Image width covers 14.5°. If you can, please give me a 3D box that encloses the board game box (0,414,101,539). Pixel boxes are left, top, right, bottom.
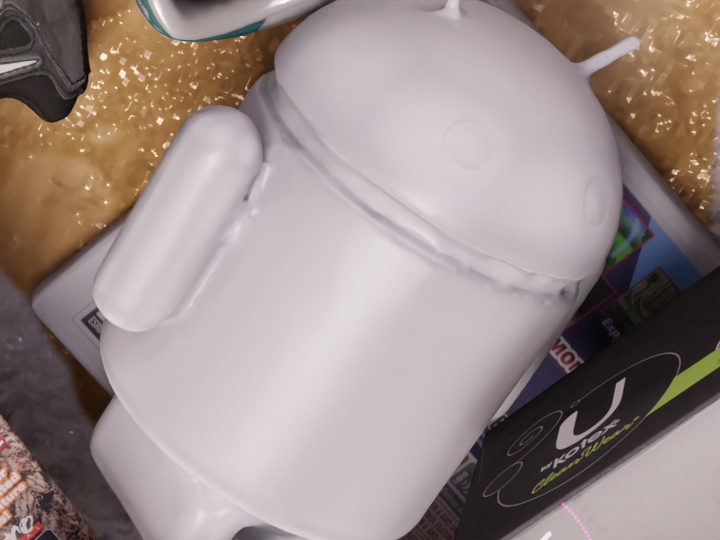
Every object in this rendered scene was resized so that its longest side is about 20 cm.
[{"bbox_3d":[-0.178,0.087,0.838,0.159,0.097,0.200,-43,130,-13],"label":"board game box"}]

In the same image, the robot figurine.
[{"bbox_3d":[0.000,0.000,0.832,0.170,0.113,0.200,15,117,-46],"label":"robot figurine"}]

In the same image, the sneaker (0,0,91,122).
[{"bbox_3d":[-0.171,-0.055,0.864,0.200,0.071,0.098,-19,107,8],"label":"sneaker"}]

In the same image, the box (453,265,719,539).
[{"bbox_3d":[0.141,0.100,0.767,0.149,0.124,0.200,-36,98,16],"label":"box"}]

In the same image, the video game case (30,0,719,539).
[{"bbox_3d":[0.026,0.026,0.914,0.182,0.023,0.200,-38,104,15],"label":"video game case"}]

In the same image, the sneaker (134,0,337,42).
[{"bbox_3d":[0.019,-0.120,0.820,0.200,0.093,0.070,-27,107,12],"label":"sneaker"}]
